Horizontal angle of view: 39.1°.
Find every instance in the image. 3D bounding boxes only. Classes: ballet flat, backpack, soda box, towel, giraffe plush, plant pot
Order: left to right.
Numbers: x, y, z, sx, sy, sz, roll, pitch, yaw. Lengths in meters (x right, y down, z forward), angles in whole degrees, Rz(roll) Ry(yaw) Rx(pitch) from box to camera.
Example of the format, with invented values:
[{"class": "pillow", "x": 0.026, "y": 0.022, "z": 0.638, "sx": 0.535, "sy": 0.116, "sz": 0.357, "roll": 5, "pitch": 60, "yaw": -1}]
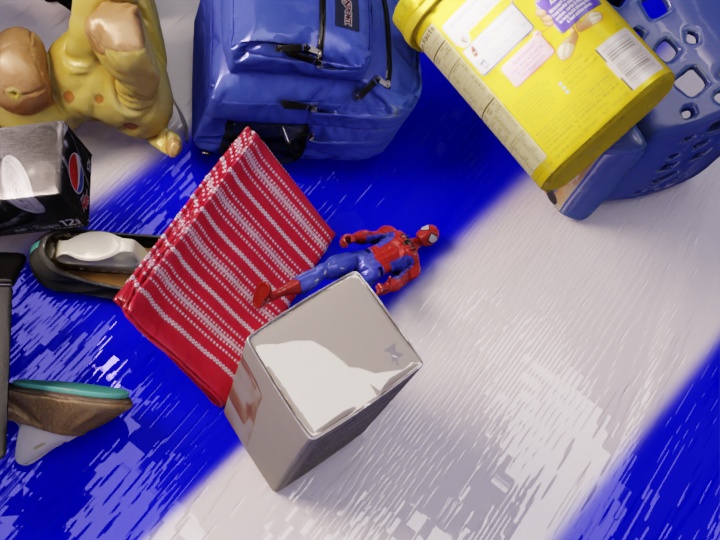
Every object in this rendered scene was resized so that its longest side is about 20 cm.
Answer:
[{"class": "soda box", "x": -0.322, "y": -0.066, "z": 0.818, "sx": 0.199, "sy": 0.063, "sz": 0.071, "roll": -7, "pitch": 67, "yaw": 6}, {"class": "ballet flat", "x": -0.282, "y": 0.111, "z": 0.793, "sx": 0.199, "sy": 0.068, "sz": 0.073, "roll": 12, "pitch": 85, "yaw": -8}, {"class": "giraffe plush", "x": -0.251, "y": -0.171, "z": 0.873, "sx": 0.161, "sy": 0.201, "sz": 0.173, "roll": -14, "pitch": 42, "yaw": -2}, {"class": "ballet flat", "x": -0.178, "y": -0.002, "z": 0.858, "sx": 0.199, "sy": 0.068, "sz": 0.068, "roll": 3, "pitch": 69, "yaw": -13}, {"class": "towel", "x": -0.105, "y": -0.002, "z": 0.856, "sx": 0.145, "sy": 0.022, "sz": 0.200, "roll": 52, "pitch": 58, "yaw": -36}, {"class": "backpack", "x": -0.042, "y": -0.185, "z": 0.918, "sx": 0.199, "sy": 0.168, "sz": 0.163, "roll": 6, "pitch": 71, "yaw": -19}, {"class": "plant pot", "x": 0.241, "y": -0.173, "z": 0.969, "sx": 0.179, "sy": 0.200, "sz": 0.201, "roll": -27, "pitch": 77, "yaw": -15}]

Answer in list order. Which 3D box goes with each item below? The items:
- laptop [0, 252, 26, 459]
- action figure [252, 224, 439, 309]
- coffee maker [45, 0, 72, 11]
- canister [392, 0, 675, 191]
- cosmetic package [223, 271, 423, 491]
[{"class": "laptop", "x": -0.356, "y": 0.057, "z": 0.763, "sx": 0.186, "sy": 0.200, "sz": 0.117, "roll": 0, "pitch": 100, "yaw": -14}, {"class": "action figure", "x": 0.000, "y": 0.000, "z": 0.900, "sx": 0.200, "sy": 0.052, "sz": 0.066, "roll": -27, "pitch": 74, "yaw": -39}, {"class": "coffee maker", "x": -0.263, "y": -0.364, "z": 0.923, "sx": 0.134, "sy": 0.192, "sz": 0.201, "roll": -13, "pitch": 69, "yaw": -1}, {"class": "canister", "x": 0.143, "y": -0.185, "z": 0.847, "sx": 0.148, "sy": 0.086, "sz": 0.200, "roll": -42, "pitch": 75, "yaw": 17}, {"class": "cosmetic package", "x": -0.037, "y": 0.092, "z": 0.779, "sx": 0.103, "sy": 0.200, "sz": 0.087, "roll": -30, "pitch": 78, "yaw": -23}]
